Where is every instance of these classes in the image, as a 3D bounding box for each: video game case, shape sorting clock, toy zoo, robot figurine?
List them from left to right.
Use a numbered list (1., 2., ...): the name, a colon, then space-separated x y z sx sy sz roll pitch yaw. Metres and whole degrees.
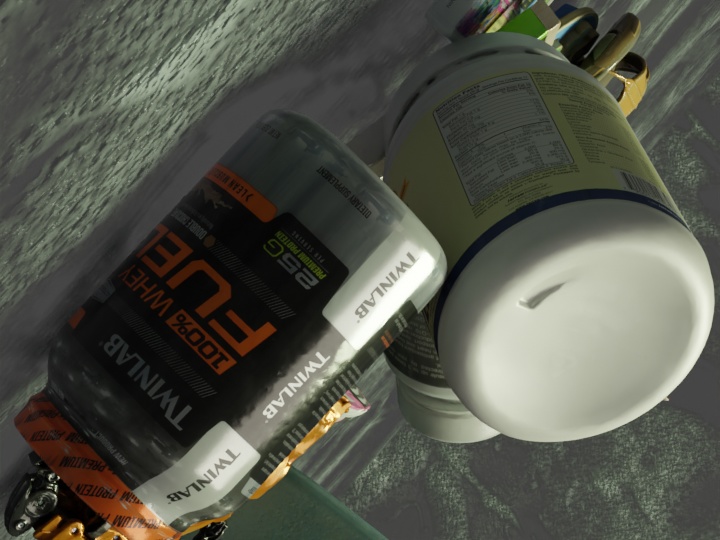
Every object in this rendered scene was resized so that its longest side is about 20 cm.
1. robot figurine: -0.110 0.108 1.048 0.200 0.058 0.145 -40 129 4
2. toy zoo: 0.033 -0.082 1.113 0.199 0.021 0.131 -37 173 -5
3. shape sorting clock: 0.109 -0.119 1.362 0.200 0.039 0.200 -47 172 -9
4. video game case: 0.117 -0.201 1.078 0.182 0.024 0.200 -48 173 7

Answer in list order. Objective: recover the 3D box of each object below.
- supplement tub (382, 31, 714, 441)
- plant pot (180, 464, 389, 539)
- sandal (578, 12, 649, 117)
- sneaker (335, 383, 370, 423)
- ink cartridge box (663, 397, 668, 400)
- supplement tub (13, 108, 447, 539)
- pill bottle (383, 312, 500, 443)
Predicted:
1. supplement tub: 0.091 -0.024 0.969 0.145 0.144 0.201 -51 -148 23
2. plant pot: -0.100 0.225 1.313 0.196 0.200 0.196 -46 172 -11
3. sandal: 0.190 -0.139 1.396 0.081 0.054 0.200 -51 173 -12
4. sneaker: -0.062 0.106 1.464 0.086 0.081 0.200 -37 167 14
5. ink cartridge box: 0.146 0.016 1.379 0.050 0.200 0.161 -51 -173 -9
6. supplement tub: -0.063 0.031 0.869 0.200 0.122 0.123 -48 172 -6
7. pill bottle: 0.067 0.016 1.254 0.113 0.112 0.201 -41 142 -37
